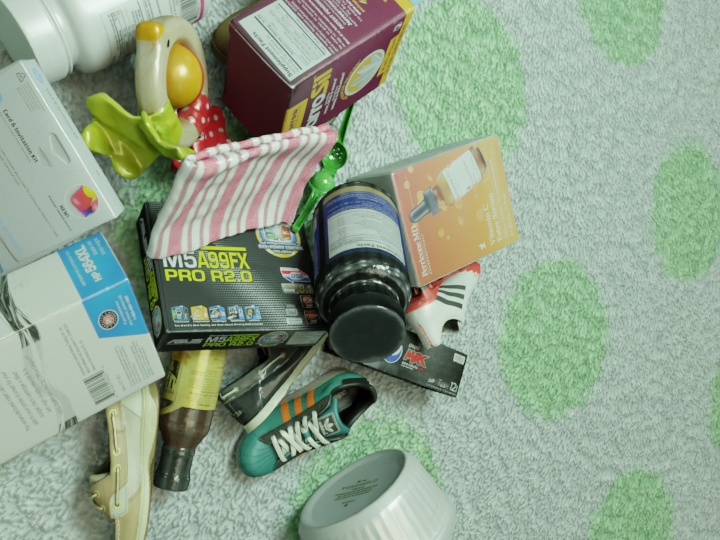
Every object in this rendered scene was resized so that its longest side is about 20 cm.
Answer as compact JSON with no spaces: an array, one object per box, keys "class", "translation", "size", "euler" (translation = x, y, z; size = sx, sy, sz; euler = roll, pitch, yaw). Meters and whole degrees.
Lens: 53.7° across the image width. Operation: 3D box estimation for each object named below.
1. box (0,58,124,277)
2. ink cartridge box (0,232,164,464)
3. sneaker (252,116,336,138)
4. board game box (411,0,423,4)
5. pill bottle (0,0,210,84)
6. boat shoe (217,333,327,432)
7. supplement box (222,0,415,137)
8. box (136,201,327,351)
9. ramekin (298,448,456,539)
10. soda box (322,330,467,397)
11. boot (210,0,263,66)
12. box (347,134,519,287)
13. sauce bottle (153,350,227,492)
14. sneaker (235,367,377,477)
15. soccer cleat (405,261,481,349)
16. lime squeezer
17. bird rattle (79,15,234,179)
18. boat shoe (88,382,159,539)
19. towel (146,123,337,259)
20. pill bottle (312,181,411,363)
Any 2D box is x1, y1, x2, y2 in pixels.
[{"class":"box","translation":[-0.346,-0.075,0.655],"size":[0.197,0.041,0.158],"euler":[-27,108,4]},{"class":"ink cartridge box","translation":[-0.303,0.078,0.669],"size":[0.197,0.084,0.148],"euler":[-27,141,-22]},{"class":"sneaker","translation":[-0.108,-0.164,0.863],"size":[0.089,0.076,0.202],"euler":[44,62,-16]},{"class":"board game box","translation":[-0.007,-0.413,0.896],"size":[0.104,0.102,0.203],"euler":[-34,109,-28]},{"class":"pill bottle","translation":[-0.261,-0.273,0.721],"size":[0.199,0.112,0.115],"euler":[-38,111,-28]},{"class":"boat shoe","translation":[-0.094,0.100,0.875],"size":[0.067,0.072,0.201],"euler":[41,62,-1]},{"class":"supplement box","translation":[-0.049,-0.246,0.806],"size":[0.103,0.131,0.199],"euler":[46,63,8]},{"class":"box","translation":[-0.143,0.006,0.805],"size":[0.196,0.044,0.163],"euler":[3,58,-34]},{"class":"ramekin","translation":[0.012,0.308,0.883],"size":[0.201,0.201,0.096],"euler":[-34,98,-28]},{"class":"soda box","translation":[0.050,0.113,0.969],"size":[0.197,0.070,0.065],"euler":[25,79,-32]},{"class":"boot","translation":[-0.083,-0.336,0.791],"size":[0.066,0.201,0.174],"euler":[45,56,9]},{"class":"box","translation":[0.104,-0.083,0.980],"size":[0.197,0.105,0.156],"euler":[-24,104,-32]},{"class":"sauce bottle","translation":[-0.194,0.144,0.808],"size":[0.064,0.064,0.205],"euler":[16,81,-33]},{"class":"sneaker","translation":[-0.064,0.189,0.888],"size":[0.198,0.079,0.073],"euler":[-34,109,-28]},{"class":"soccer cleat","translation":[0.122,0.042,0.993],"size":[0.199,0.068,0.087],"euler":[-29,97,-55]},{"class":"lime squeezer","translation":[-0.039,-0.130,0.903],"size":[0.037,0.070,0.204],"euler":[26,78,-12]},{"class":"bird rattle","translation":[-0.183,-0.173,0.733],"size":[0.200,0.110,0.168],"euler":[-36,133,-66]},{"class":"boat shoe","translation":[-0.259,0.223,0.769],"size":[0.065,0.074,0.206],"euler":[6,87,-21]},{"class":"towel","translation":[-0.122,-0.082,0.749],"size":[0.198,0.147,0.030],"euler":[-24,68,-42]},{"class":"pill bottle","translation":[0.000,0.000,0.812],"size":[0.111,0.111,0.203],"euler":[33,32,-30]}]
